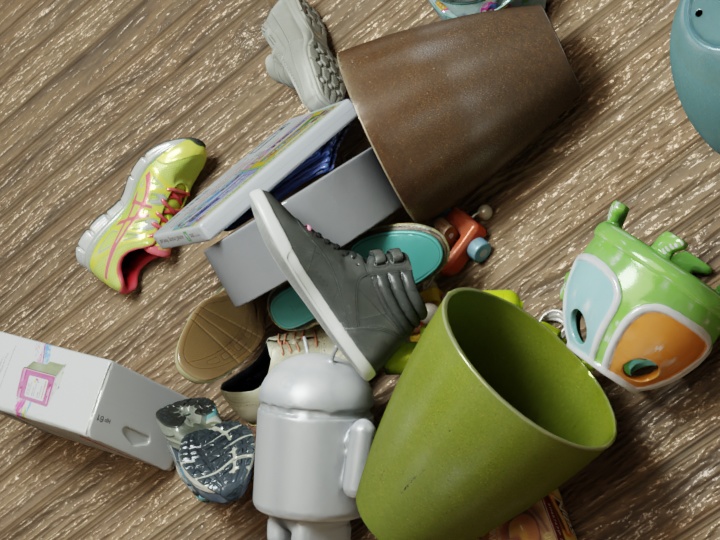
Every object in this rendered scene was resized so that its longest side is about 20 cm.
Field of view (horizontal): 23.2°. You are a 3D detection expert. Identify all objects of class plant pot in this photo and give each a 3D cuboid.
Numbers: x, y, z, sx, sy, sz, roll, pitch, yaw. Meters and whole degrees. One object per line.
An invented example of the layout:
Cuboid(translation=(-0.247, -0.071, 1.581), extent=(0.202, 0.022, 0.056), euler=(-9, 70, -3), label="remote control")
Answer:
Cuboid(translation=(0.353, -0.207, 1.547), extent=(0.198, 0.134, 0.202), euler=(-14, 65, 31), label="plant pot")
Cuboid(translation=(0.106, -0.170, 1.696), extent=(0.198, 0.187, 0.188), euler=(-26, 58, 9), label="plant pot")
Cuboid(translation=(0.087, 0.152, 1.516), extent=(0.200, 0.186, 0.188), euler=(-51, 50, 24), label="plant pot")

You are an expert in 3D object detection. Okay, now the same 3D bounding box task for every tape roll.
Cuboid(translation=(-0.054, -0.043, 1.718), extent=(0.199, 0.200, 0.067), euler=(-29, 95, 23), label="tape roll")

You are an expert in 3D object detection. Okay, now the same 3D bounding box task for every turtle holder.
Cuboid(translation=(0.233, 0.024, 1.536), extent=(0.185, 0.141, 0.132), euler=(36, 95, 38), label="turtle holder")

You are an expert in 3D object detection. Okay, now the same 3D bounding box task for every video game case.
Cuboid(translation=(-0.107, -0.094, 1.752), extent=(0.200, 0.022, 0.182), euler=(-41, 12, -17), label="video game case")

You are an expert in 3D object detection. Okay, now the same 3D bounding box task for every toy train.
Cuboid(translation=(0.102, 0.026, 1.683), extent=(0.151, 0.055, 0.200), euler=(-49, 51, 10), label="toy train")

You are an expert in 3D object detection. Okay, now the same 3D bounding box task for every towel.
Cuboid(translation=(-0.067, -0.111, 1.805), extent=(0.144, 0.024, 0.200), euler=(-33, 13, 22), label="towel")

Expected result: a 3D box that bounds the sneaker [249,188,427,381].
Cuboid(translation=(-0.015, -0.009, 1.591), extent=(0.099, 0.071, 0.201), euler=(-36, 93, -7), label="sneaker")

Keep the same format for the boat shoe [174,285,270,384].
Cuboid(translation=(-0.133, 0.054, 1.786), extent=(0.063, 0.073, 0.200), euler=(-48, 3, 44), label="boat shoe")

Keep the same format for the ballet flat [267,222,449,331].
Cuboid(translation=(0.000, 0.000, 1.707), extent=(0.198, 0.071, 0.071), euler=(-24, 59, 20), label="ballet flat")

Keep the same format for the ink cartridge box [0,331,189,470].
Cuboid(translation=(-0.298, 0.138, 1.866), extent=(0.199, 0.144, 0.085), euler=(12, 78, 38), label="ink cartridge box")

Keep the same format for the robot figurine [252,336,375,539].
Cuboid(translation=(-0.045, 0.167, 1.675), extent=(0.169, 0.112, 0.203), euler=(8, 96, 48), label="robot figurine")

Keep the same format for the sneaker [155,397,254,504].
Cuboid(translation=(-0.144, 0.195, 1.749), extent=(0.077, 0.087, 0.200), euler=(-19, 21, -12), label="sneaker")

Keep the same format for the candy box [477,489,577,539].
Cuboid(translation=(0.105, 0.284, 1.577), extent=(0.199, 0.055, 0.116), euler=(-33, 54, 19), label="candy box")

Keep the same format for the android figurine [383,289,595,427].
Cuboid(translation=(0.120, 0.109, 1.604), extent=(0.198, 0.041, 0.184), euler=(-3, 93, 12), label="android figurine")

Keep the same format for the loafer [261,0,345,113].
Cuboid(translation=(-0.065, -0.221, 1.881), extent=(0.070, 0.070, 0.201), euler=(-40, 35, 18), label="loafer")

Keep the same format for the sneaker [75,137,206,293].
Cuboid(translation=(-0.227, -0.057, 1.947), extent=(0.201, 0.078, 0.090), euler=(-52, 59, 14), label="sneaker")

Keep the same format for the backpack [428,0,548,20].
Cuboid(translation=(0.110, -0.330, 1.774), extent=(0.166, 0.126, 0.202), euler=(-25, 62, 21), label="backpack")

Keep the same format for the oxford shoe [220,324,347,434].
Cuboid(translation=(-0.053, 0.088, 1.747), extent=(0.200, 0.074, 0.071), euler=(-40, 31, 15), label="oxford shoe")
